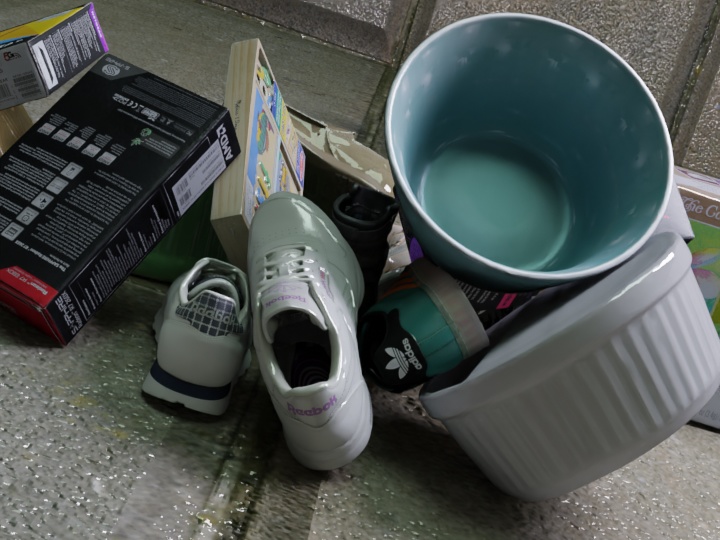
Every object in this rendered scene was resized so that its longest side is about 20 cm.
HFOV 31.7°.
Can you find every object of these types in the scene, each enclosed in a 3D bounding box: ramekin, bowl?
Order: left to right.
[{"bbox_3d":[-0.169,-0.071,1.095,0.197,0.099,0.200,17,16,-5],"label":"ramekin"},{"bbox_3d":[0.104,-0.066,0.882,0.198,0.203,0.105,17,-25,-3],"label":"bowl"},{"bbox_3d":[0.143,0.067,0.830,0.095,0.201,0.202,58,18,-2],"label":"ramekin"}]

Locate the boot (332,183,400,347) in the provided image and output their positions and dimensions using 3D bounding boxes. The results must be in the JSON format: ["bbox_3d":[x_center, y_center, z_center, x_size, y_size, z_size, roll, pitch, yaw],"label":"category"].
[{"bbox_3d":[0.000,0.000,0.971,0.069,0.133,0.200,18,10,0],"label":"boot"}]

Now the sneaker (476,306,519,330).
[{"bbox_3d":[0.106,0.040,1.091,0.089,0.067,0.200,16,13,8],"label":"sneaker"}]

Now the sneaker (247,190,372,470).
[{"bbox_3d":[-0.033,0.019,0.803,0.074,0.100,0.202,-16,54,1],"label":"sneaker"}]

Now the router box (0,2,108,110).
[{"bbox_3d":[-0.337,-0.169,1.107,0.197,0.052,0.149,-13,21,15],"label":"router box"}]

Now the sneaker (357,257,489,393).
[{"bbox_3d":[0.031,0.040,0.894,0.072,0.079,0.200,61,-4,-2],"label":"sneaker"}]

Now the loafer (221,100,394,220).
[{"bbox_3d":[-0.044,-0.101,1.161,0.199,0.077,0.067,36,38,16],"label":"loafer"}]

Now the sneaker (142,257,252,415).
[{"bbox_3d":[-0.101,0.027,0.875,0.075,0.082,0.200,13,14,-11],"label":"sneaker"}]

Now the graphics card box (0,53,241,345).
[{"bbox_3d":[-0.192,-0.055,0.888,0.124,0.201,0.051,24,-28,26],"label":"graphics card box"}]

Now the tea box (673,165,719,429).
[{"bbox_3d":[0.312,0.024,1.140,0.197,0.199,0.134,15,15,-9],"label":"tea box"}]

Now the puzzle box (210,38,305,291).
[{"bbox_3d":[-0.076,-0.067,0.994,0.025,0.134,0.202,-9,47,11],"label":"puzzle box"}]

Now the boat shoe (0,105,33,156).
[{"bbox_3d":[-0.333,-0.115,1.147,0.063,0.074,0.201,-29,29,-2],"label":"boat shoe"}]

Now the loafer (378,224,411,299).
[{"bbox_3d":[0.035,-0.014,1.160,0.064,0.071,0.199,64,24,7],"label":"loafer"}]

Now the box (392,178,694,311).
[{"bbox_3d":[0.141,-0.048,1.003,0.197,0.106,0.124,-7,68,-17],"label":"box"}]
